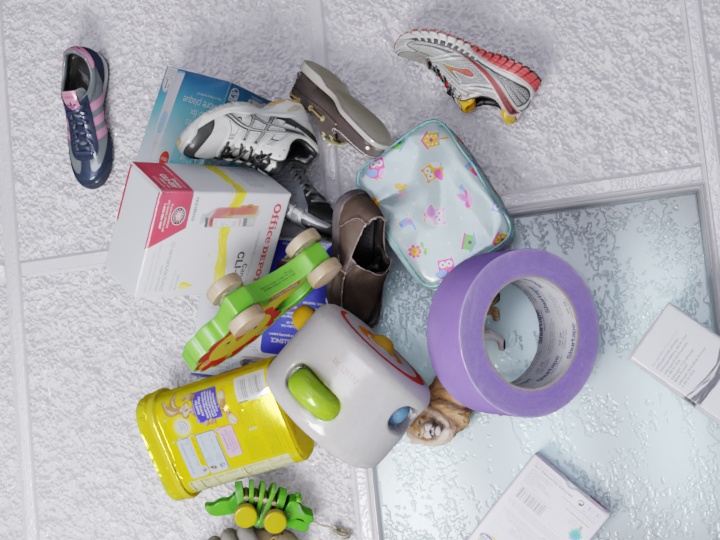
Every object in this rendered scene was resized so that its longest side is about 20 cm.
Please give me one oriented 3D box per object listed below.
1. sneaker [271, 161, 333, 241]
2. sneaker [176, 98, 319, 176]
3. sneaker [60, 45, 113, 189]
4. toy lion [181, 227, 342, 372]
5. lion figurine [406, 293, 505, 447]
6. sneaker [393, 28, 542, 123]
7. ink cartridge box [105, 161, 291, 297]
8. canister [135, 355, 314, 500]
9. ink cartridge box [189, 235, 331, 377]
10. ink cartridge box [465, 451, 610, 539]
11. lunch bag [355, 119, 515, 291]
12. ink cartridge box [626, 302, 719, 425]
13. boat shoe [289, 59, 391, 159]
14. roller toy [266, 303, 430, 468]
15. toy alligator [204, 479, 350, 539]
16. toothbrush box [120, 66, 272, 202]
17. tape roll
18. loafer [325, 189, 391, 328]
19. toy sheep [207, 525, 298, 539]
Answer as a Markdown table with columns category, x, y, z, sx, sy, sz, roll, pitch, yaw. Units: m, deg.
| category | x | y | z | sx | sy | sz | roll | pitch | yaw |
| --- | --- | --- | --- | --- | --- | --- | --- | --- | --- |
| sneaker | -0.079 | -0.122 | 1.496 | 0.199 | 0.075 | 0.116 | 27 | 87 | 28 |
| sneaker | -0.133 | -0.160 | 1.416 | 0.076 | 0.199 | 0.088 | -45 | 68 | 49 |
| sneaker | -0.397 | -0.218 | 1.591 | 0.069 | 0.082 | 0.203 | -7 | 85 | 13 |
| toy lion | -0.134 | 0.052 | 1.427 | 0.199 | 0.192 | 0.069 | -32 | 76 | -29 |
| lion figurine | 0.122 | 0.127 | 1.447 | 0.121 | 0.072 | 0.202 | 0 | 75 | 19 |
| sneaker | 0.130 | -0.254 | 1.461 | 0.198 | 0.078 | 0.083 | 26 | 94 | 15 |
| ink cartridge box | -0.199 | -0.051 | 1.404 | 0.083 | 0.199 | 0.147 | 37 | 118 | 40 |
| canister | -0.175 | 0.207 | 1.480 | 0.198 | 0.087 | 0.150 | -18 | 100 | 17 |
| ink cartridge box | -0.125 | 0.052 | 1.524 | 0.195 | 0.047 | 0.203 | 6 | 90 | 14 |
| ink cartridge box | 0.207 | 0.344 | 1.418 | 0.119 | 0.042 | 0.201 | 39 | 93 | 13 |
| lunch bag | 0.092 | -0.083 | 1.459 | 0.160 | 0.077 | 0.201 | -36 | 78 | 11 |
| ink cartridge box | 0.420 | 0.129 | 1.324 | 0.199 | 0.145 | 0.084 | 36 | 94 | 14 |
| boat shoe | -0.030 | -0.202 | 1.480 | 0.200 | 0.071 | 0.060 | 50 | 116 | 35 |
| roller toy | -0.011 | 0.136 | 1.387 | 0.182 | 0.200 | 0.140 | 39 | 95 | -23 |
| toy alligator | -0.102 | 0.307 | 1.468 | 0.198 | 0.059 | 0.055 | 12 | 102 | -10 |
| toothbrush box | -0.222 | -0.157 | 1.514 | 0.146 | 0.085 | 0.202 | 22 | 93 | 42 |
| tape roll | 0.185 | 0.076 | 1.366 | 0.198 | 0.085 | 0.203 | 1 | 87 | -24 |
| loafer | 0.000 | 0.000 | 1.436 | 0.071 | 0.072 | 0.202 | 38 | 139 | 49 |
| toy sheep | -0.164 | 0.406 | 1.465 | 0.199 | 0.138 | 0.138 | -36 | 78 | -9 |
